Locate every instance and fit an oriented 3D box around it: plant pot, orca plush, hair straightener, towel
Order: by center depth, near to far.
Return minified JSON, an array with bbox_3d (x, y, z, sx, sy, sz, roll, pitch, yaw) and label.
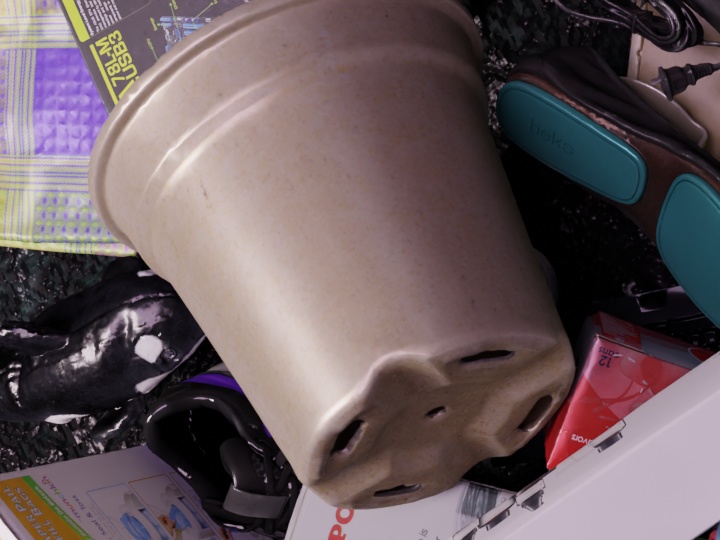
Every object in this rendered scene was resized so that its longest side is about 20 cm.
[{"bbox_3d":[0.000,0.000,1.219,0.200,0.200,0.184,-40,58,23],"label":"plant pot"},{"bbox_3d":[0.155,-0.120,1.246,0.200,0.041,0.077,37,74,21],"label":"hair straightener"},{"bbox_3d":[-0.168,0.032,1.428,0.200,0.071,0.105,-2,67,47],"label":"orca plush"},{"bbox_3d":[-0.177,-0.111,1.471,0.144,0.023,0.200,5,94,26],"label":"towel"}]

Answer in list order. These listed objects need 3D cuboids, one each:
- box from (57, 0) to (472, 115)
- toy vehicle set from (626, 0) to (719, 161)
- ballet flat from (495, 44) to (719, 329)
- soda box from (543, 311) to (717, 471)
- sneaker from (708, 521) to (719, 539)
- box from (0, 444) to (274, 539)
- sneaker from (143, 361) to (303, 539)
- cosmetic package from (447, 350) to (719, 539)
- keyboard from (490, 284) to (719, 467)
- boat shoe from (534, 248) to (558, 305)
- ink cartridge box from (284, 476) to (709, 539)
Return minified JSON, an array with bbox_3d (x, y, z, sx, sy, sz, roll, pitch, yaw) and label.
[{"bbox_3d":[-0.069,-0.176,1.387,0.193,0.048,0.200,-28,80,18],"label":"box"},{"bbox_3d":[0.222,-0.079,1.269,0.200,0.027,0.124,11,97,26],"label":"toy vehicle set"},{"bbox_3d":[0.152,-0.042,1.249,0.200,0.068,0.068,44,144,21],"label":"ballet flat"},{"bbox_3d":[0.188,0.086,1.231,0.200,0.063,0.070,20,102,0],"label":"soda box"},{"bbox_3d":[0.225,0.170,1.180,0.096,0.200,0.079,-5,59,31],"label":"sneaker"},{"bbox_3d":[-0.141,0.167,1.365,0.101,0.200,0.112,48,111,17],"label":"box"},{"bbox_3d":[-0.030,0.116,1.362,0.200,0.100,0.070,28,106,24],"label":"sneaker"},{"bbox_3d":[0.131,0.086,1.155,0.200,0.083,0.051,-35,95,3],"label":"cosmetic package"},{"bbox_3d":[0.151,0.061,1.280,0.200,0.040,0.104,-13,111,19],"label":"keyboard"},{"bbox_3d":[-0.002,0.010,1.362,0.200,0.069,0.072,11,97,26],"label":"boat shoe"},{"bbox_3d":[0.059,0.178,1.244,0.200,0.083,0.147,14,76,22],"label":"ink cartridge box"}]
